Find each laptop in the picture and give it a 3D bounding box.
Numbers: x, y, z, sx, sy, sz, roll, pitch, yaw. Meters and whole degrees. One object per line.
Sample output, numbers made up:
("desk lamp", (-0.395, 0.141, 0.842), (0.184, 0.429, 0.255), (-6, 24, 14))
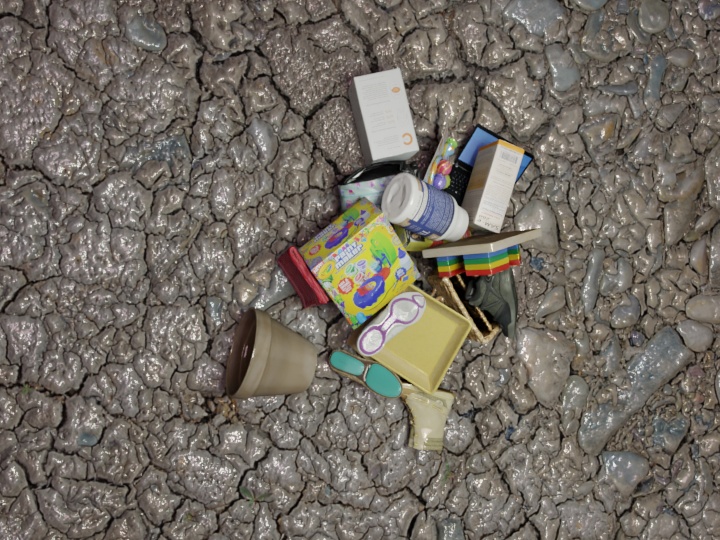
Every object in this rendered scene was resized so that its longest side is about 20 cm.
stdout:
("laptop", (0.320, -0.227, 1.385), (0.174, 0.103, 0.204), (26, 71, -8))

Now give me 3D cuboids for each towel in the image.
("towel", (-0.139, 0.022, 1.252), (0.022, 0.200, 0.147), (-33, 93, -18))

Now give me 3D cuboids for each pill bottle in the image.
("pill bottle", (0.150, -0.133, 1.226), (0.197, 0.110, 0.114), (19, 85, -36))

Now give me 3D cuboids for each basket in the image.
("basket", (0.282, 0.060, 1.352), (0.141, 0.149, 0.203), (-33, 93, -9))

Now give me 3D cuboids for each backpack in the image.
("backpack", (0.044, -0.191, 1.316), (0.194, 0.167, 0.130), (-14, 96, -4))

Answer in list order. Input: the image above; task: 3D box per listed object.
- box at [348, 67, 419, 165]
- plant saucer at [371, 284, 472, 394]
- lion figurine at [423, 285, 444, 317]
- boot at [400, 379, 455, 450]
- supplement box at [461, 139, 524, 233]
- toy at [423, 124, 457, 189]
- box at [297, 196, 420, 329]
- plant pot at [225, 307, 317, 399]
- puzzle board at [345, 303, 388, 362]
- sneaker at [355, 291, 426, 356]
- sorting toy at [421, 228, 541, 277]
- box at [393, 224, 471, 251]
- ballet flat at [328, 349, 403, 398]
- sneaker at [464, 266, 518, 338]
("box", (0.055, -0.373, 1.348), (0.121, 0.097, 0.206), (-14, 90, -10))
("plant saucer", (0.138, 0.158, 1.308), (0.197, 0.048, 0.204), (30, 99, 9))
("lion figurine", (0.170, 0.151, 1.361), (0.119, 0.073, 0.205), (-20, 95, 3))
("boot", (0.129, 0.360, 1.358), (0.194, 0.073, 0.160), (14, 87, -12))
("supplement box", (0.309, -0.196, 1.308), (0.072, 0.126, 0.206), (17, 91, -11))
("toy", (0.200, -0.241, 1.327), (0.046, 0.116, 0.204), (11, 59, 18))
("box", (-0.003, -0.018, 1.236), (0.198, 0.122, 0.194), (-38, 122, -3))
("plant pot", (-0.199, 0.207, 1.257), (0.170, 0.199, 0.206), (19, 85, -25))
("puzzle board", (0.073, 0.140, 1.359), (0.150, 0.017, 0.201), (41, 85, -24))
("sneaker", (0.064, 0.117, 1.262), (0.198, 0.100, 0.076), (-36, 92, -12))
("sorting toy", (0.275, -0.036, 1.224), (0.195, 0.197, 0.072), (-16, 97, -40))
("box", (0.182, -0.089, 1.353), (0.195, 0.050, 0.077), (2, 65, -25))
("ballet flat", (0.016, 0.248, 1.322), (0.196, 0.065, 0.072), (28, 81, 12))
("sneaker", (0.313, 0.077, 1.285), (0.202, 0.111, 0.077), (66, 34, -37))
